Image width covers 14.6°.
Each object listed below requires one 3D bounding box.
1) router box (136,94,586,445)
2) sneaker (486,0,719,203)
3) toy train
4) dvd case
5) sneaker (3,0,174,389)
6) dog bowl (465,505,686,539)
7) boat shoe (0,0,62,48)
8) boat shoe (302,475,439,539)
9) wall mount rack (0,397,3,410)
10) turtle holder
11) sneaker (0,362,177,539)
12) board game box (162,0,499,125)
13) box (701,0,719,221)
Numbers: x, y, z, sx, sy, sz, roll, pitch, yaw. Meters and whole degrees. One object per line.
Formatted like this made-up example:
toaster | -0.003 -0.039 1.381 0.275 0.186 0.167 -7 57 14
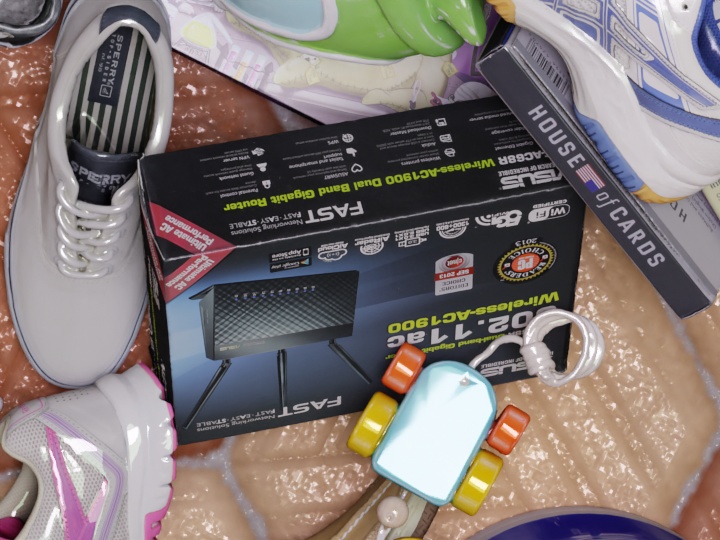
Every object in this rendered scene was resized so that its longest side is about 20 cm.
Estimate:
router box | 0.000 0.000 1.295 0.200 0.150 0.062 -10 55 -7
sneaker | 0.106 -0.126 1.177 0.088 0.075 0.200 -30 110 28
toy train | 0.070 0.124 1.297 0.150 0.056 0.200 -10 84 -2
dvd case | 0.128 -0.085 1.287 0.025 0.200 0.150 -32 106 31
sneaker | -0.127 -0.035 1.298 0.073 0.071 0.200 5 107 -5
dog bowl | 0.110 0.220 1.375 0.200 0.079 0.201 -1 97 -9
boat shoe | -0.228 -0.156 1.277 0.199 0.068 0.074 30 91 -11
boat shoe | -0.041 0.163 1.352 0.076 0.072 0.200 37 88 4
wall mount rack | -0.239 0.142 1.314 0.173 0.075 0.200 -13 99 -4
turtle holder | -0.014 -0.176 1.242 0.131 0.141 0.186 -5 141 24
sneaker | -0.136 0.144 1.318 0.088 0.081 0.200 -2 97 -16
board game box | 0.007 -0.123 1.343 0.200 0.032 0.120 25 88 -11
box | 0.195 -0.117 1.287 0.097 0.176 0.200 -26 103 28
